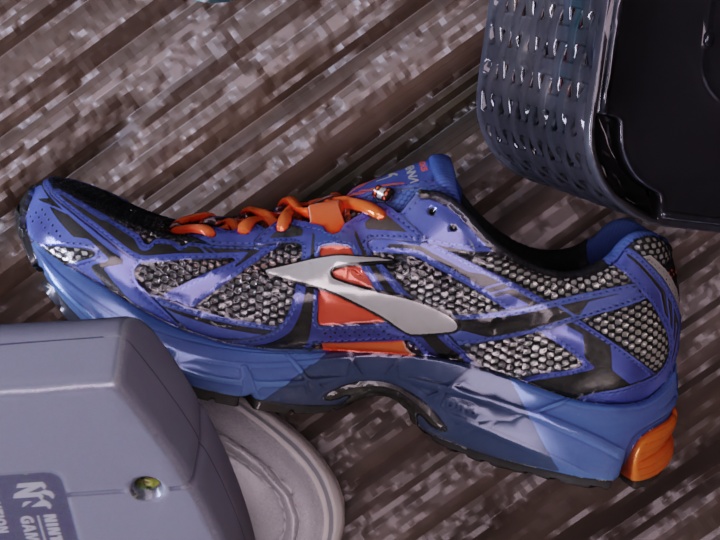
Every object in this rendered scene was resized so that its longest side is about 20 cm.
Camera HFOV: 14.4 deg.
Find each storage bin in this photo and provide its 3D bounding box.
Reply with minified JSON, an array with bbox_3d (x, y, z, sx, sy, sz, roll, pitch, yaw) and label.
[{"bbox_3d":[0.119,-0.111,0.766,0.135,0.094,0.200,6,96,-18],"label":"storage bin"}]

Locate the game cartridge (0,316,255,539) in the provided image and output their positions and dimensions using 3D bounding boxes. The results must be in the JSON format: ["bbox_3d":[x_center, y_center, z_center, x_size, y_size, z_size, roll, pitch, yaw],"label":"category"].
[{"bbox_3d":[-0.095,0.091,0.804,0.133,0.041,0.200,-1,134,8],"label":"game cartridge"}]

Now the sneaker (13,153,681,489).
[{"bbox_3d":[0.000,0.000,0.820,0.200,0.075,0.079,13,102,-6],"label":"sneaker"}]

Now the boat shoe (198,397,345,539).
[{"bbox_3d":[-0.101,0.047,0.835,0.200,0.069,0.072,27,98,2],"label":"boat shoe"}]

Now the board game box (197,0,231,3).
[{"bbox_3d":[-0.117,-0.170,0.783,0.200,0.047,0.151,14,97,4],"label":"board game box"}]
